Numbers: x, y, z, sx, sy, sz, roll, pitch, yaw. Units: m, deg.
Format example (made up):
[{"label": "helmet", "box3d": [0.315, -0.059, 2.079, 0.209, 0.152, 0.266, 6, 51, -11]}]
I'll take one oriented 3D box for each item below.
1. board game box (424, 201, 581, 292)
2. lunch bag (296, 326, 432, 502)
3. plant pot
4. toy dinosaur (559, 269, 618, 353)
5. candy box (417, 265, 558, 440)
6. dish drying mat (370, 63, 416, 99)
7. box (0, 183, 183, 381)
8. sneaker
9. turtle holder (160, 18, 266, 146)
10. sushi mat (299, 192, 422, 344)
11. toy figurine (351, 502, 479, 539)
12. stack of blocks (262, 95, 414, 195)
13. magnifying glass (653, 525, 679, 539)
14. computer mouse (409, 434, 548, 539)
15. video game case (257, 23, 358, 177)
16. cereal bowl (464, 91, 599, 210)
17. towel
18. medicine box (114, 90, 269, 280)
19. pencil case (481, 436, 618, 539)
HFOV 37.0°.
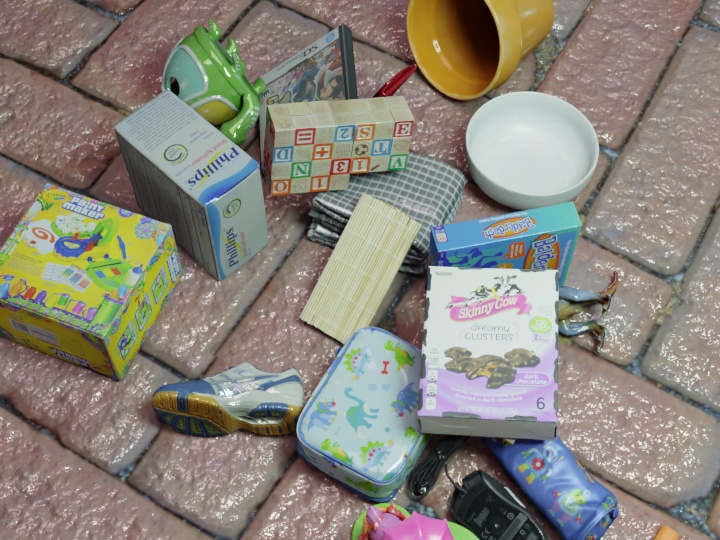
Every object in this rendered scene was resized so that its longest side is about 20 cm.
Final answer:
[{"label": "board game box", "box3d": [0.192, -0.017, 1.477, 0.198, 0.153, 0.045, -11, 57, -7]}, {"label": "lunch bag", "box3d": [0.017, 0.180, 1.389, 0.160, 0.083, 0.201, 25, 60, 15]}, {"label": "plant pot", "box3d": [0.205, -0.396, 1.715, 0.183, 0.201, 0.200, -29, 60, -35]}, {"label": "toy dinosaur", "box3d": [0.250, 0.063, 1.493, 0.180, 0.106, 0.200, 11, 23, 18]}, {"label": "candy box", "box3d": [0.160, 0.099, 1.331, 0.166, 0.072, 0.202, 1, 64, 9]}, {"label": "dish drying mat", "box3d": [0.019, -0.244, 1.606, 0.018, 0.200, 0.077, 47, 64, -2]}, {"label": "box", "box3d": [-0.380, 0.013, 1.475, 0.198, 0.122, 0.194, 19, 59, 13]}, {"label": "sneaker", "box3d": [-0.172, 0.164, 1.416, 0.198, 0.076, 0.089, 5, 45, -4]}, {"label": "turtle holder", "box3d": [-0.225, -0.281, 1.675, 0.131, 0.141, 0.186, -37, 97, 5]}, {"label": "sushi mat", "box3d": [0.000, 0.000, 1.490, 0.095, 0.012, 0.201, 27, 90, 13]}, {"label": "toy figurine", "box3d": [0.055, 0.316, 1.226, 0.150, 0.184, 0.200, -44, 61, -13]}, {"label": "stack of blocks", "box3d": [-0.033, -0.174, 1.506, 0.198, 0.116, 0.059, -7, 46, -15]}, {"label": "magnifying glass", "box3d": [0.323, 0.390, 1.289, 0.079, 0.022, 0.200, 32, 64, 20]}, {"label": "computer mouse", "box3d": [0.169, 0.269, 1.330, 0.199, 0.046, 0.141, 34, 97, 27]}, {"label": "video game case", "box3d": [-0.083, -0.259, 1.651, 0.180, 0.025, 0.201, -26, 51, 28]}, {"label": "cereal bowl", "box3d": [0.252, -0.167, 1.616, 0.198, 0.084, 0.202, 0, 56, 0]}, {"label": "towel", "box3d": [0.037, -0.101, 1.572, 0.198, 0.086, 0.166, 20, 58, 13]}, {"label": "medicine box", "box3d": [-0.235, -0.119, 1.525, 0.200, 0.183, 0.103, 39, 65, 23]}, {"label": "pencil case", "box3d": [0.237, 0.250, 1.343, 0.087, 0.078, 0.200, -42, 64, 6]}]
